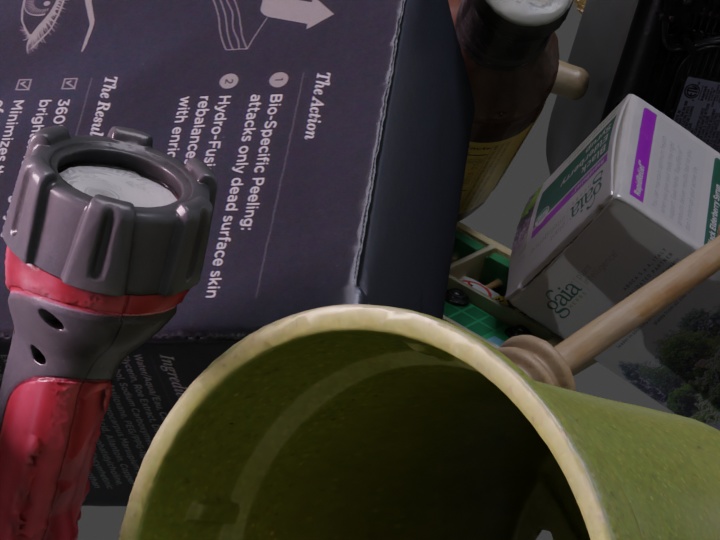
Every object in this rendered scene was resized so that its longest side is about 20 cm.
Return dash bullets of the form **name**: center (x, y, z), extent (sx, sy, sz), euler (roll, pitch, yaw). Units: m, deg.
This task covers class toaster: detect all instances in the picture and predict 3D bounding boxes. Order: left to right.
- **toaster**: center (0.205, -0.100, 1.408), extent (0.180, 0.201, 0.119), euler (8, 28, -13)

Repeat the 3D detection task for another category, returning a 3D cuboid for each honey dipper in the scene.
- **honey dipper**: center (0.100, 0.020, 1.040), extent (0.038, 0.038, 0.200), euler (28, 39, 28)

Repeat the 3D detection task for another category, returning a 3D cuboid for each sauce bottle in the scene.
- **sauce bottle**: center (0.048, -0.080, 1.124), extent (0.064, 0.200, 0.065), euler (4, 69, -10)

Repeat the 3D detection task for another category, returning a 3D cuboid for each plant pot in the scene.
- **plant pot**: center (0.053, 0.113, 0.881), extent (0.200, 0.201, 0.184), euler (32, 18, 34)

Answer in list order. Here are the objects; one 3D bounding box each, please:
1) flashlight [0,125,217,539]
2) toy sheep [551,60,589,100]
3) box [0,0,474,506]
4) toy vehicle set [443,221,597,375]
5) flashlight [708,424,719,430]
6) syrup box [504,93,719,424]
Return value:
- **flashlight**: center (-0.098, 0.055, 0.875), extent (0.068, 0.201, 0.068), euler (23, 24, 19)
- **toy sheep**: center (0.026, -0.123, 1.414), extent (0.199, 0.139, 0.138), euler (20, 24, 12)
- **box**: center (-0.072, -0.021, 1.004), extent (0.199, 0.118, 0.197), euler (-1, 53, 15)
- **toy vehicle set**: center (0.000, 0.000, 1.182), extent (0.199, 0.027, 0.124), euler (29, 30, 24)
- **flashlight**: center (0.080, 0.087, 1.070), extent (0.199, 0.068, 0.068), euler (8, -15, -25)
- **syrup box**: center (0.167, 0.020, 1.163), extent (0.200, 0.079, 0.082), euler (34, 37, -12)
